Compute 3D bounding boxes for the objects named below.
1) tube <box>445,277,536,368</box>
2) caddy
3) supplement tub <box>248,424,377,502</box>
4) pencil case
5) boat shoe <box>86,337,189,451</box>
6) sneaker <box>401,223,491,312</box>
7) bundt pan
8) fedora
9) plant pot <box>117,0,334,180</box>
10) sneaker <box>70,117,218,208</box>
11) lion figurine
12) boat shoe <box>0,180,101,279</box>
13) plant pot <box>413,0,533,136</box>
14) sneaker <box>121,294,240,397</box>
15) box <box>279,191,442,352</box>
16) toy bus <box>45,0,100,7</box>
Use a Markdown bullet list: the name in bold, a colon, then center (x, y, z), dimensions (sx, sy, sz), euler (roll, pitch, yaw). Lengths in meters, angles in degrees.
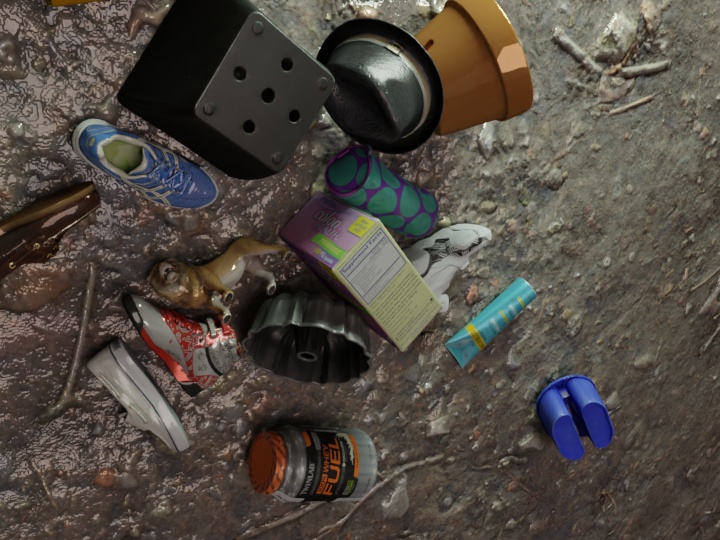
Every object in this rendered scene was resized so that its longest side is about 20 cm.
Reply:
- **tube**: center (0.251, 0.098, 1.337), dimensions (0.200, 0.050, 0.078), euler (-42, 118, -6)
- **caddy**: center (0.469, 0.318, 1.528), dimensions (0.140, 0.105, 0.201), euler (-25, 124, 6)
- **supplement tub**: center (-0.080, 0.323, 1.161), dimensions (0.198, 0.122, 0.124), euler (12, 102, -35)
- **pencil case**: center (0.038, -0.120, 1.065), dimensions (0.199, 0.084, 0.094), euler (27, 51, -48)
- **boat shoe**: center (-0.315, 0.191, 0.990), dimensions (0.065, 0.072, 0.202), euler (-32, 122, -12)
- **sneaker**: center (0.144, -0.001, 1.209), dimensions (0.198, 0.075, 0.116), euler (-24, 121, -17)
- **bundt pan**: center (-0.077, 0.098, 1.051), dimensions (0.201, 0.200, 0.077), euler (36, 47, -37)
- **fedora**: center (0.012, -0.238, 0.951), dimensions (0.092, 0.198, 0.203), euler (-52, 137, -50)
- **plant pot**: center (-0.148, -0.230, 0.864), dimensions (0.199, 0.177, 0.202), euler (32, 89, -37)
- **sneaker**: center (-0.269, -0.125, 0.889), dimensions (0.198, 0.077, 0.077), euler (21, 96, -38)
- **lion figurine**: center (-0.192, 0.000, 0.988), dimensions (0.199, 0.122, 0.073), euler (-29, 140, -39)
- **boat shoe**: center (-0.403, -0.039, 0.842), dimensions (0.198, 0.070, 0.071), euler (-29, 115, -10)
- **plant pot**: center (0.146, -0.294, 1.030), dimensions (0.139, 0.201, 0.201), euler (-29, 123, -1)
- **sneaker**: center (-0.247, 0.084, 0.990), dimensions (0.107, 0.067, 0.203), euler (-34, 129, -11)
- **box**: center (0.000, 0.000, 1.050), dimensions (0.097, 0.175, 0.200), euler (-45, 126, -9)
- **toy bus**: center (-0.268, -0.361, 0.803), dimensions (0.198, 0.065, 0.079), euler (-19, 119, -25)
